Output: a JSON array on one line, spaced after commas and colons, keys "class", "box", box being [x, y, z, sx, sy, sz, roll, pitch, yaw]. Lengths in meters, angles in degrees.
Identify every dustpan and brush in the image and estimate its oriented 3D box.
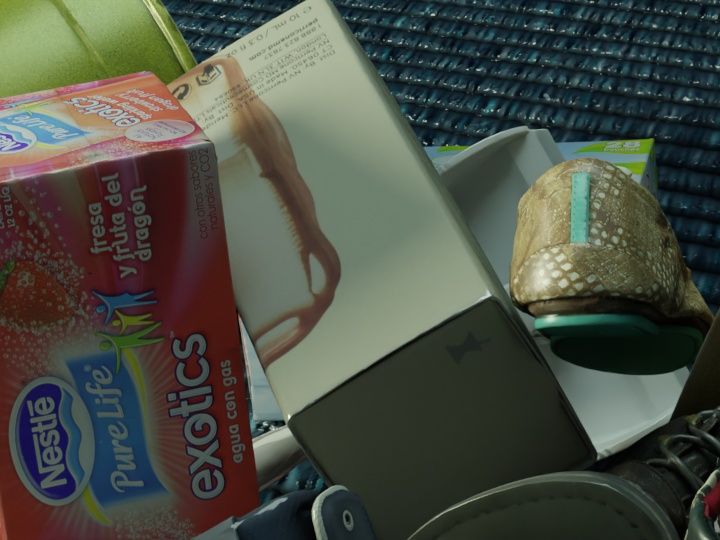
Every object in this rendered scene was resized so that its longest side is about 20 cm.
[{"class": "dustpan and brush", "box": [0.019, 0.045, 1.004, 0.200, 0.140, 0.057, -31, -6, 12]}]

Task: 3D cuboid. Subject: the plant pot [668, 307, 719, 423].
[{"class": "plant pot", "box": [0.166, 0.003, 0.948, 0.027, 0.201, 0.200, 26, 30, 11]}]

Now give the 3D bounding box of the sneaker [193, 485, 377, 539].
[{"class": "sneaker", "box": [-0.010, 0.141, 0.640, 0.077, 0.147, 0.202, -25, 8, 5]}]

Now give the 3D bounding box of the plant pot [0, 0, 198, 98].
[{"class": "plant pot", "box": [-0.185, -0.039, 1.159, 0.192, 0.201, 0.200, -28, 28, -20]}]

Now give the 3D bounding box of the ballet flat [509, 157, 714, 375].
[{"class": "ballet flat", "box": [0.094, -0.002, 0.882, 0.070, 0.066, 0.200, 0, -8, 8]}]

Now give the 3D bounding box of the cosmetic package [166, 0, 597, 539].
[{"class": "cosmetic package", "box": [0.000, 0.000, 0.909, 0.087, 0.104, 0.200, -31, 40, 3]}]

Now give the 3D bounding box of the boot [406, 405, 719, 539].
[{"class": "boot", "box": [0.076, 0.087, 0.801, 0.174, 0.069, 0.200, -31, -9, -41]}]

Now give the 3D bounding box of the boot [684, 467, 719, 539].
[{"class": "boot", "box": [0.097, 0.144, 0.639, 0.073, 0.154, 0.203, 9, 28, 31]}]

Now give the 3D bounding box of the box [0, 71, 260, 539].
[{"class": "box", "box": [-0.096, 0.040, 0.887, 0.094, 0.201, 0.103, -11, 22, -13]}]

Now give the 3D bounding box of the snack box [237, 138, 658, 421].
[{"class": "snack box", "box": [0.048, 0.001, 1.133, 0.168, 0.068, 0.200, -2, 20, 12]}]
